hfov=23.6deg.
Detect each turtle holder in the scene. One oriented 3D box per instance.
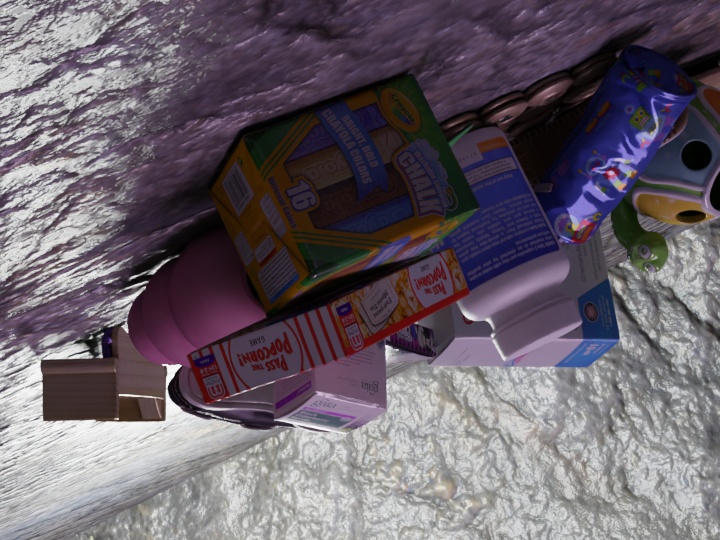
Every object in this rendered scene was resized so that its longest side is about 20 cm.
[{"bbox_3d":[0.322,-0.104,1.768,0.185,0.132,0.141,-41,135,-12],"label":"turtle holder"}]

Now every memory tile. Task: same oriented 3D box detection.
[{"bbox_3d":[0.150,-0.147,1.654,0.200,0.017,0.153,-25,172,-11],"label":"memory tile"}]

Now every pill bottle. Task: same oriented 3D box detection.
[{"bbox_3d":[0.125,-0.022,1.603,0.112,0.200,0.112,-25,171,-4],"label":"pill bottle"}]

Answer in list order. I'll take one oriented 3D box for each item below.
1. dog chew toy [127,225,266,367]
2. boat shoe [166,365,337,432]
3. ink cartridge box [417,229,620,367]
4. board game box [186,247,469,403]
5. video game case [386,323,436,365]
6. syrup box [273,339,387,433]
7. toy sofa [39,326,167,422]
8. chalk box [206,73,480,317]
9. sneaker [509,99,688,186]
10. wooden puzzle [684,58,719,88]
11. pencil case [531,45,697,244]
[{"bbox_3d":[-0.142,0.034,1.575,0.124,0.125,0.200,-17,176,-44],"label":"dog chew toy"},{"bbox_3d":[-0.091,0.124,1.695,0.200,0.074,0.060,6,163,-25],"label":"boat shoe"},{"bbox_3d":[0.164,0.024,1.861,0.200,0.145,0.085,1,157,-20],"label":"ink cartridge box"},{"bbox_3d":[-0.023,0.042,1.415,0.151,0.046,0.200,-20,-177,35],"label":"board game box"},{"bbox_3d":[-0.046,0.079,1.760,0.200,0.036,0.181,-9,168,21],"label":"video game case"},{"bbox_3d":[-0.029,0.043,1.598,0.079,0.200,0.081,14,152,-29],"label":"syrup box"},{"bbox_3d":[-0.271,0.114,1.841,0.083,0.098,0.200,-2,175,9],"label":"toy sofa"},{"bbox_3d":[0.003,-0.064,1.362,0.200,0.124,0.124,-22,171,-24],"label":"chalk box"},{"bbox_3d":[0.234,-0.124,1.736,0.200,0.070,0.108,-20,168,11],"label":"sneaker"},{"bbox_3d":[0.319,-0.178,1.916,0.200,0.037,0.185,-27,172,-27],"label":"wooden puzzle"},{"bbox_3d":[0.229,-0.116,1.623,0.087,0.078,0.200,15,122,-31],"label":"pencil case"}]
